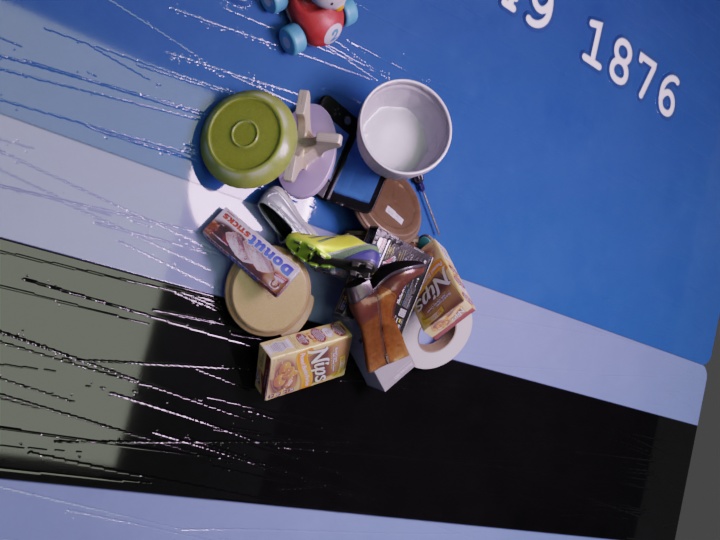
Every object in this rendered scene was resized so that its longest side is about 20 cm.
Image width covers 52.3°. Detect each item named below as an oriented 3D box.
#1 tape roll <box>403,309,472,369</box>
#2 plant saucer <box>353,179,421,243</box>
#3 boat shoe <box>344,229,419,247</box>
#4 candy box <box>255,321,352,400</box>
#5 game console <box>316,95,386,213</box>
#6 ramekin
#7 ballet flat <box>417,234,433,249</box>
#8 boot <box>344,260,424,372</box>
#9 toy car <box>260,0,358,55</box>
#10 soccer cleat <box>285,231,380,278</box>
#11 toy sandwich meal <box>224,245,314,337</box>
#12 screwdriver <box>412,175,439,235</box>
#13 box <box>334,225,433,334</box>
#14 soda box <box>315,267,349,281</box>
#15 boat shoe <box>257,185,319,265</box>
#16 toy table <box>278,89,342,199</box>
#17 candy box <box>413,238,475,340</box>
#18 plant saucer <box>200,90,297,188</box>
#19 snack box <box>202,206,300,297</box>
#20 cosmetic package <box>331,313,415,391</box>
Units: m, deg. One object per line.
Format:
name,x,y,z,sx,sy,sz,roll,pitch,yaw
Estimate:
tape roll,0.175,0.139,1.745,0.200,0.037,0.206,-11,120,-20
plant saucer,0.064,-0.151,1.649,0.198,0.029,0.203,18,58,-31
boat shoe,0.050,-0.055,1.670,0.197,0.072,0.069,5,96,-29
candy box,-0.120,0.188,1.547,0.197,0.055,0.117,-13,131,-32
game console,-0.030,-0.251,1.571,0.172,0.118,0.203,33,75,-38
ramekin,0.084,-0.286,1.537,0.196,0.105,0.204,1,83,-11
ballet flat,0.162,0.011,1.763,0.075,0.067,0.204,-12,107,-54
boot,0.074,0.094,1.540,0.186,0.068,0.203,-25,109,-23
toy car,-0.069,-0.553,1.477,0.183,0.199,0.179,-36,112,-26
soccer cleat,-0.055,-0.045,1.501,0.197,0.065,0.085,16,53,-5
toy sandwich meal,-0.189,0.043,1.524,0.202,0.070,0.209,-2,95,-22
screwdriver,0.154,-0.176,1.762,0.028,0.029,0.203,-32,114,-28
box,0.052,0.028,1.584,0.158,0.049,0.203,24,86,-27
soda box,0.000,0.000,1.640,0.198,0.068,0.065,18,83,-34
boat shoe,-0.147,-0.078,1.531,0.202,0.069,0.072,55,48,-17
toy table,-0.120,-0.258,1.482,0.180,0.117,0.204,-4,78,6
candy box,0.166,0.040,1.633,0.115,0.202,0.055,-39,133,18
plant saucer,-0.221,-0.260,1.421,0.196,0.031,0.204,-1,79,7
snack box,-0.217,-0.036,1.458,0.199,0.024,0.072,40,68,6
cosmetic package,0.031,0.161,1.664,0.106,0.090,0.202,-37,109,-23
